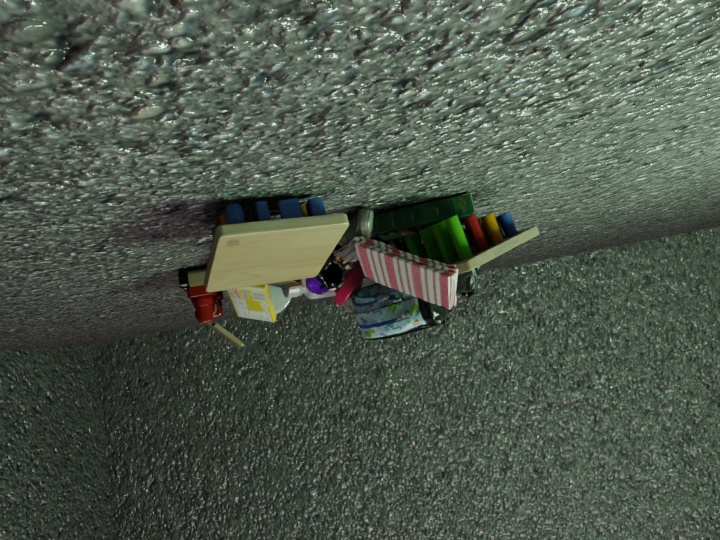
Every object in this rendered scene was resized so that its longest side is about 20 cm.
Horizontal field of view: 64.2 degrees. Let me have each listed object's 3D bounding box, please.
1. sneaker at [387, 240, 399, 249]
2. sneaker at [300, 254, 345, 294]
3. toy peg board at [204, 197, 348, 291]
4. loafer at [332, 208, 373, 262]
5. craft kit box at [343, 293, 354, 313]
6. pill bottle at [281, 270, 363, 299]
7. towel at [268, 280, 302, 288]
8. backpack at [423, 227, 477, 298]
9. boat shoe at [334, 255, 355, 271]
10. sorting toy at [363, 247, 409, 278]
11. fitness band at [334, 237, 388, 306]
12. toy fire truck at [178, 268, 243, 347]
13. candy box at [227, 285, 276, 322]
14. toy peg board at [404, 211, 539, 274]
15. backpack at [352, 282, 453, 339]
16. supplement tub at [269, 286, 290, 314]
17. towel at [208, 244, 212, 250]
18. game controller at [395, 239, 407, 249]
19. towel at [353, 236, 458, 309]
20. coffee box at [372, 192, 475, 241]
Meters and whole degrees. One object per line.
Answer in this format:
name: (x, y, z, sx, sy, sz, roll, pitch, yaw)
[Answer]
sneaker: (0.059, -0.016, 1.293, 0.079, 0.074, 0.200, -32, 168, 3)
sneaker: (-0.076, 0.014, 1.239, 0.070, 0.099, 0.201, -51, 158, -17)
toy peg board: (-0.149, -0.061, 0.923, 0.197, 0.099, 0.199, -9, 159, -24)
loafer: (-0.021, -0.067, 1.111, 0.069, 0.071, 0.200, 13, 158, -8)
craft kit box: (0.061, 0.059, 1.462, 0.197, 0.049, 0.197, -18, -176, -9)
pill bottle: (-0.102, 0.012, 1.479, 0.197, 0.116, 0.114, -8, 173, -22)
towel: (-0.235, 0.006, 1.311, 0.198, 0.022, 0.146, 16, 168, -29)
backpack: (0.217, -0.029, 1.348, 0.165, 0.128, 0.200, 20, -158, 13)
boat shoe: (-0.105, -0.031, 1.349, 0.197, 0.077, 0.074, -15, 142, 21)
sorting toy: (0.094, -0.029, 1.514, 0.196, 0.071, 0.199, -9, -173, -23)
fitness band: (0.000, 0.000, 1.354, 0.201, 0.037, 0.144, -53, -178, -32)
toy fire truck: (-0.363, 0.097, 1.417, 0.126, 0.204, 0.176, -8, 173, -10)
candy box: (-0.268, 0.073, 1.413, 0.100, 0.027, 0.201, 11, 153, 4)
toy peg board: (0.199, -0.061, 1.114, 0.197, 0.099, 0.199, -25, -178, -30)
backpack: (0.081, 0.077, 1.233, 0.199, 0.155, 0.163, -33, -174, 29)
supplement tub: (-0.263, 0.065, 1.612, 0.130, 0.134, 0.200, -8, 174, -14)
towel: (-0.201, -0.046, 1.174, 0.131, 0.035, 0.199, -13, 173, 20)
game controller: (0.116, -0.088, 1.343, 0.103, 0.043, 0.200, -26, 171, 10)
towel: (0.085, 0.003, 1.062, 0.197, 0.030, 0.147, 21, 158, 18)
coffee box: (0.129, -0.104, 1.145, 0.197, 0.045, 0.123, -11, 174, 12)
